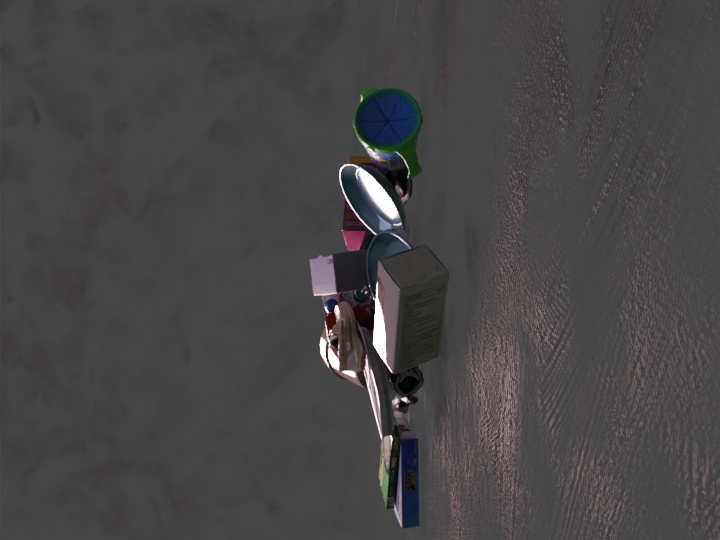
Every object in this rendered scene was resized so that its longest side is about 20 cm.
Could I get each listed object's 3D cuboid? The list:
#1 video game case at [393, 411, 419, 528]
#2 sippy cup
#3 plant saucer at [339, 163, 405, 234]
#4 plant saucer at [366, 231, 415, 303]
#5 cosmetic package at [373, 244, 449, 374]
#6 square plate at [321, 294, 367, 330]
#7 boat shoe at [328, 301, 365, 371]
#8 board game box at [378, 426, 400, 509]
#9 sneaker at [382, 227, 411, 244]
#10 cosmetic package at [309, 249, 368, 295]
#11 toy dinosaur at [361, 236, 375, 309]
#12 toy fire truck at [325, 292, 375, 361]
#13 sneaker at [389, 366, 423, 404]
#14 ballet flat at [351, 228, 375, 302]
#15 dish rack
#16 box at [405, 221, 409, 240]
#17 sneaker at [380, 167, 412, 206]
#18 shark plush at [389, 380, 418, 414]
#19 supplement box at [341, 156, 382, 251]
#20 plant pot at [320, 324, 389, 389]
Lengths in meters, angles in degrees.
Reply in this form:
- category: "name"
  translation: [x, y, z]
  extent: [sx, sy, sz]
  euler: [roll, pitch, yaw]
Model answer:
- category: "video game case"
  translation: [0.094, 0.445, 1.827]
  extent: [0.181, 0.044, 0.205]
  euler: [-137, 45, -77]
- category: "sippy cup"
  translation: [0.059, -0.269, 1.612]
  extent: [0.131, 0.136, 0.182]
  euler: [70, -156, -68]
- category: "plant saucer"
  translation: [0.034, -0.151, 1.722]
  extent: [0.200, 0.036, 0.201]
  euler: [43, 158, 21]
- category: "plant saucer"
  translation: [0.081, 0.021, 1.546]
  extent: [0.199, 0.035, 0.204]
  euler: [35, 134, 47]
- category: "cosmetic package"
  translation: [0.085, 0.069, 1.409]
  extent: [0.088, 0.101, 0.203]
  euler: [52, 149, 42]
- category: "square plate"
  translation: [0.001, 0.068, 1.940]
  extent: [0.028, 0.198, 0.202]
  euler: [9, 119, 52]
- category: "boat shoe"
  translation: [-0.038, 0.140, 1.732]
  extent: [0.202, 0.063, 0.073]
  euler: [-108, 14, -50]
- category: "board game box"
  translation: [0.064, 0.420, 1.804]
  extent: [0.105, 0.023, 0.204]
  euler: [-111, 21, -59]
- category: "sneaker"
  translation: [0.095, 0.010, 1.630]
  extent: [0.072, 0.070, 0.204]
  euler: [-7, 100, 42]
- category: "cosmetic package"
  translation: [0.000, 0.000, 1.735]
  extent: [0.106, 0.196, 0.092]
  euler: [-8, 92, 59]
- category: "toy dinosaur"
  translation: [0.043, 0.028, 1.672]
  extent: [0.047, 0.088, 0.201]
  euler: [25, 156, 50]
- category: "toy fire truck"
  translation: [0.005, 0.114, 1.859]
  extent: [0.169, 0.198, 0.112]
  euler: [53, 171, 11]
- category: "sneaker"
  translation: [0.090, 0.172, 1.659]
  extent: [0.114, 0.074, 0.204]
  euler: [-112, 12, -72]
- category: "ballet flat"
  translation: [0.012, -0.018, 1.850]
  extent: [0.073, 0.072, 0.204]
  euler: [101, -173, -70]
- category: "dish rack"
  translation: [0.040, 0.233, 1.685]
  extent: [0.174, 0.043, 0.202]
  euler: [85, 173, -46]
- category: "box"
  translation: [0.084, -0.055, 1.887]
  extent: [0.200, 0.035, 0.148]
  euler: [-103, 12, -73]
- category: "sneaker"
  translation: [0.063, -0.185, 1.765]
  extent: [0.200, 0.085, 0.078]
  euler: [106, 161, -74]
- category: "shark plush"
  translation: [0.086, 0.269, 1.820]
  extent: [0.085, 0.090, 0.200]
  euler: [-62, -2, -4]
- category: "supplement box"
  translation: [0.017, -0.164, 2.016]
  extent: [0.131, 0.101, 0.204]
  euler: [76, -163, -67]
- category: "plant pot"
  translation: [0.015, 0.214, 2.084]
  extent: [0.173, 0.196, 0.205]
  euler: [-140, 46, -60]
